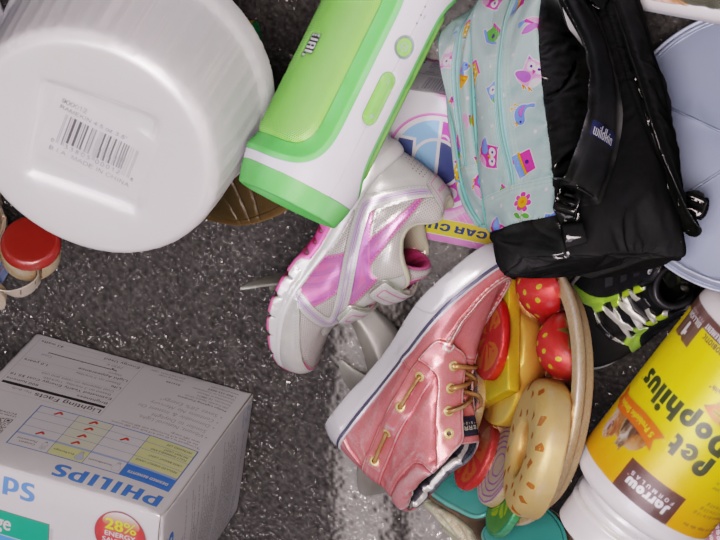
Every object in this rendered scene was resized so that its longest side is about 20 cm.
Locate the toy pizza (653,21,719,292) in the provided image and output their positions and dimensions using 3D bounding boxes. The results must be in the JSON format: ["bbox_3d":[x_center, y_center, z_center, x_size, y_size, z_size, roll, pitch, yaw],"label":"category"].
[{"bbox_3d":[0.270,-0.080,1.455,0.200,0.032,0.201,-2,80,14],"label":"toy pizza"}]

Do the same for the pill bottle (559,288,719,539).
[{"bbox_3d":[0.227,0.115,1.490,0.109,0.109,0.200,35,106,0],"label":"pill bottle"}]

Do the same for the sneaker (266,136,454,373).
[{"bbox_3d":[0.000,0.000,1.520,0.088,0.081,0.200,30,120,6],"label":"sneaker"}]

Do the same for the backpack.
[{"bbox_3d":[0.130,-0.097,1.397,0.126,0.167,0.201,-16,80,36],"label":"backpack"}]

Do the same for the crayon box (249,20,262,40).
[{"bbox_3d":[-0.181,-0.136,1.575,0.199,0.119,0.058,0,115,19],"label":"crayon box"}]

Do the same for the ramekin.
[{"bbox_3d":[-0.166,-0.108,1.446,0.200,0.098,0.201,10,129,12],"label":"ramekin"}]

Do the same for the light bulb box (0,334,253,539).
[{"bbox_3d":[-0.213,0.166,1.684,0.198,0.200,0.125,14,118,12],"label":"light bulb box"}]

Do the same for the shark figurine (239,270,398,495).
[{"bbox_3d":[0.006,0.079,1.636,0.128,0.090,0.215,-19,109,24],"label":"shark figurine"}]

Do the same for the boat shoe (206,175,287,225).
[{"bbox_3d":[-0.106,-0.074,1.588,0.200,0.066,0.074,-4,114,38],"label":"boat shoe"}]

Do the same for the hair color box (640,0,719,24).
[{"bbox_3d":[0.174,-0.235,1.442,0.199,0.061,0.099,12,118,12],"label":"hair color box"}]

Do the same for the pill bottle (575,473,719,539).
[{"bbox_3d":[0.265,0.193,1.585,0.199,0.113,0.113,-7,112,22],"label":"pill bottle"}]

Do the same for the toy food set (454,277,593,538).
[{"bbox_3d":[0.113,0.091,1.550,0.048,0.201,0.198,6,164,-17],"label":"toy food set"}]

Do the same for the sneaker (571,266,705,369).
[{"bbox_3d":[0.207,0.006,1.532,0.072,0.083,0.200,41,120,-3],"label":"sneaker"}]

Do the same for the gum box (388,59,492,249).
[{"bbox_3d":[0.054,-0.087,1.548,0.199,0.066,0.114,12,117,13],"label":"gum box"}]

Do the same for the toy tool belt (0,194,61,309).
[{"bbox_3d":[-0.322,-0.026,1.693,0.200,0.125,0.123,24,151,10],"label":"toy tool belt"}]

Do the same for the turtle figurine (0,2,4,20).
[{"bbox_3d":[-0.300,-0.288,1.531,0.194,0.144,0.200,40,117,1],"label":"turtle figurine"}]

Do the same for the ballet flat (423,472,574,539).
[{"bbox_3d":[0.113,0.202,1.622,0.067,0.200,0.062,-31,118,-12],"label":"ballet flat"}]

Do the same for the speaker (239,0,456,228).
[{"bbox_3d":[-0.005,-0.133,1.430,0.088,0.088,0.200,26,87,5],"label":"speaker"}]

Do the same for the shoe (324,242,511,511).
[{"bbox_3d":[0.063,0.079,1.532,0.091,0.071,0.200,47,115,19],"label":"shoe"}]
